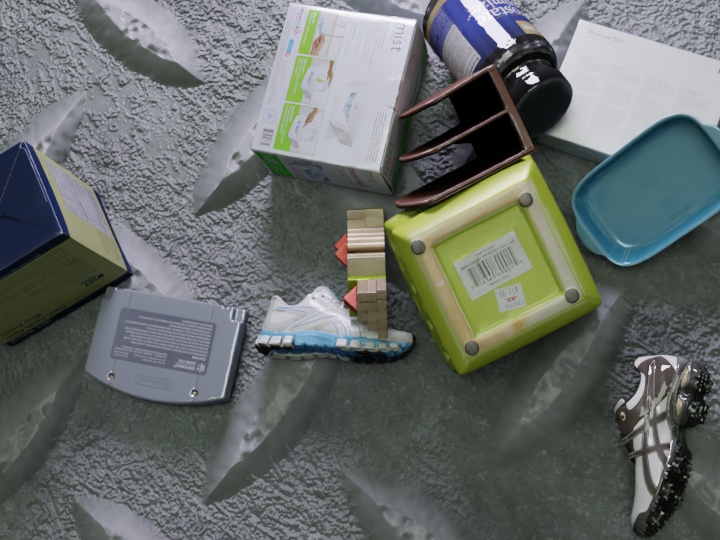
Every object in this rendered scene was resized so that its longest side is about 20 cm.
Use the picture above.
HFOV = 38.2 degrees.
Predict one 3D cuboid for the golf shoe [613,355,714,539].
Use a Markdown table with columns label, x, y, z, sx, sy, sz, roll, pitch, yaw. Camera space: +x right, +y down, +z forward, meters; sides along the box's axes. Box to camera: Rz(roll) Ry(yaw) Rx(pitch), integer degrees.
| label | x | y | z | sx | sy | sz | roll | pitch | yaw |
| --- | --- | --- | --- | --- | --- | --- | --- | --- | --- |
| golf shoe | 0.320 | 0.191 | 1.147 | 0.093 | 0.078 | 0.203 | 13 | 77 | 33 |

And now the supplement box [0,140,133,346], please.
| label | x | y | z | sx | sy | sz | roll | pitch | yaw |
| --- | --- | --- | --- | --- | --- | --- | --- | --- | --- |
| supplement box | -0.429 | -0.026 | 1.300 | 0.198 | 0.200 | 0.136 | -29 | 72 | 4 |

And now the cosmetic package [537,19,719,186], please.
| label | x | y | z | sx | sy | sz | roll | pitch | yaw |
| --- | --- | --- | --- | --- | --- | --- | --- | --- | --- |
| cosmetic package | 0.329 | -0.197 | 1.244 | 0.198 | 0.052 | 0.153 | 22 | 85 | 17 |

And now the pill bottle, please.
| label | x | y | z | sx | sy | sz | roll | pitch | yaw |
| --- | --- | --- | --- | --- | --- | --- | --- | --- | --- |
| pill bottle | 0.165 | -0.255 | 1.242 | 0.111 | 0.112 | 0.201 | -34 | 56 | 3 |

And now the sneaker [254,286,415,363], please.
| label | x | y | z | sx | sy | sz | roll | pitch | yaw |
| --- | --- | --- | --- | --- | --- | --- | --- | --- | --- |
| sneaker | -0.029 | 0.062 | 1.255 | 0.196 | 0.075 | 0.088 | 4 | 70 | 13 |

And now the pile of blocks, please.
| label | x | y | z | sx | sy | sz | roll | pitch | yaw |
| --- | --- | --- | --- | --- | --- | --- | --- | --- | --- |
| pile of blocks | 0.000 | 0.000 | 1.240 | 0.061 | 0.083 | 0.202 | -2 | 43 | 1 |

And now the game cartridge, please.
| label | x | y | z | sx | sy | sz | roll | pitch | yaw |
| --- | --- | --- | --- | --- | --- | --- | --- | --- | --- |
| game cartridge | -0.246 | 0.100 | 1.314 | 0.197 | 0.041 | 0.135 | 9 | 75 | 15 |

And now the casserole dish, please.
| label | x | y | z | sx | sy | sz | roll | pitch | yaw |
| --- | --- | --- | --- | --- | --- | --- | --- | --- | --- |
| casserole dish | 0.335 | -0.093 | 1.185 | 0.199 | 0.039 | 0.122 | -39 | 88 | 29 |

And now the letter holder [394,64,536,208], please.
| label | x | y | z | sx | sy | sz | roll | pitch | yaw |
| --- | --- | --- | --- | --- | --- | --- | --- | --- | --- |
| letter holder | 0.088 | -0.143 | 1.170 | 0.141 | 0.200 | 0.102 | -29 | 97 | -5 |

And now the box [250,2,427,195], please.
| label | x | y | z | sx | sy | sz | roll | pitch | yaw |
| --- | --- | --- | --- | --- | --- | --- | --- | --- | --- |
| box | -0.023 | -0.217 | 1.307 | 0.174 | 0.097 | 0.203 | 10 | 79 | 15 |

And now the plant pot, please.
| label | x | y | z | sx | sy | sz | roll | pitch | yaw |
| --- | --- | --- | --- | --- | --- | --- | --- | --- | --- |
| plant pot | 0.145 | -0.007 | 1.145 | 0.198 | 0.181 | 0.201 | -26 | 91 | 6 |
